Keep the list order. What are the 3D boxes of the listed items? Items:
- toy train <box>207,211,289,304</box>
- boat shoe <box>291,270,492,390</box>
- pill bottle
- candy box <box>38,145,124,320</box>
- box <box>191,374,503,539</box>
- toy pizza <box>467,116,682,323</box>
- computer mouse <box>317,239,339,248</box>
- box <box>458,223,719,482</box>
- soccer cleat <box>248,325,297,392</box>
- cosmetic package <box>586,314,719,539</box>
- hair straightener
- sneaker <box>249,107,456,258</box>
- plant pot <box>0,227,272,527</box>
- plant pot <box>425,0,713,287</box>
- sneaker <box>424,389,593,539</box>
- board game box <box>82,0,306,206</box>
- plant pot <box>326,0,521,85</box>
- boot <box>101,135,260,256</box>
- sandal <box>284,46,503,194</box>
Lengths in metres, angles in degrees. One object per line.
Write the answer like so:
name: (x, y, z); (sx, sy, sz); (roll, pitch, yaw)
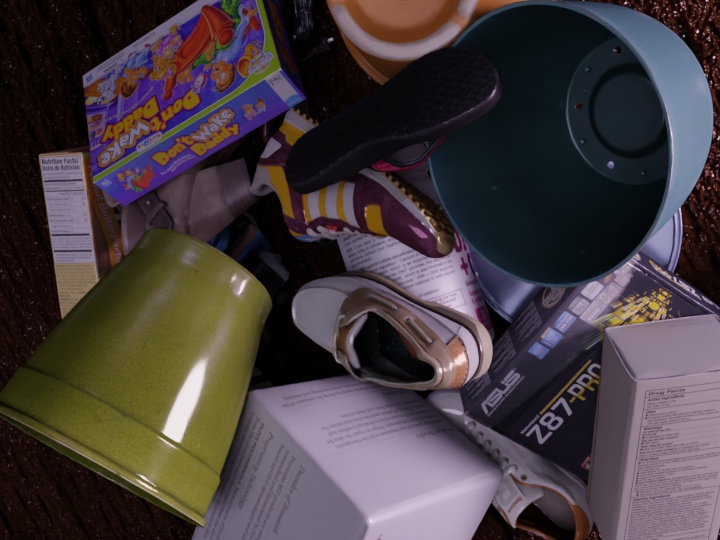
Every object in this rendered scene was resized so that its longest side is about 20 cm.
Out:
toy train: (-0.153, 0.037, 0.894); (0.114, 0.087, 0.201); (39, 82, 11)
boat shoe: (0.009, 0.049, 0.749); (0.198, 0.068, 0.076); (11, 108, 40)
pill bottle: (0.041, -0.015, 0.829); (0.112, 0.113, 0.203); (-19, 87, 20)
candy box: (-0.259, -0.025, 0.928); (0.054, 0.115, 0.204); (-1, 102, 17)
box: (-0.015, 0.226, 0.836); (0.171, 0.197, 0.203); (37, 115, 35)
toy pizza: (0.188, -0.037, 0.828); (0.196, 0.032, 0.204); (3, 103, 15)
computer mouse: (0.000, 0.000, 0.895); (0.058, 0.034, 0.202); (-32, 91, 22)
box: (0.207, 0.079, 0.804); (0.160, 0.049, 0.201); (30, 114, -19)
soccer cleat: (-0.104, 0.102, 0.937); (0.198, 0.067, 0.082); (34, 99, 8)
cosmetic package: (0.257, 0.145, 0.777); (0.101, 0.074, 0.203); (-5, 121, -4)
hair straightener: (-0.059, -0.223, 0.866); (0.075, 0.041, 0.204); (2, 99, 17)
sneaker: (-0.009, -0.050, 0.749); (0.199, 0.075, 0.091); (39, 101, 33)
plant pot: (-0.170, 0.078, 0.763); (0.198, 0.201, 0.195); (24, 70, 11)
plant pot: (0.173, -0.109, 0.696); (0.198, 0.160, 0.204); (18, 118, 36)
sneaker: (0.137, 0.186, 0.867); (0.198, 0.085, 0.074); (34, 111, 12)
board game box: (-0.154, -0.165, 0.818); (0.198, 0.045, 0.136); (-28, 56, 15)
plant pot: (0.054, -0.237, 0.743); (0.196, 0.183, 0.204); (4, 103, 17)
boot: (-0.178, -0.111, 0.866); (0.144, 0.070, 0.203); (-19, 64, 9)
sandal: (0.026, -0.105, 0.681); (0.198, 0.076, 0.045); (-21, 138, 38)
